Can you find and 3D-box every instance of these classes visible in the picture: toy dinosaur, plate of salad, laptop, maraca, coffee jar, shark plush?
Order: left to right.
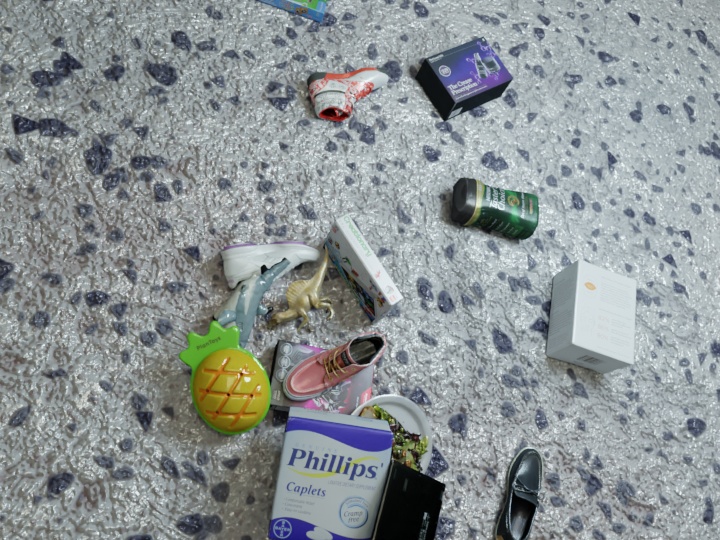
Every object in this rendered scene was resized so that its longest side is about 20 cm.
[{"bbox_3d":[-0.238,0.191,1.083,0.136,0.107,0.202,-26,92,-10],"label":"maraca"},{"bbox_3d":[-0.204,0.060,1.163,0.083,0.091,0.201,39,72,-15],"label":"shark plush"},{"bbox_3d":[-0.095,0.052,1.200,0.101,0.058,0.201,42,78,-17],"label":"toy dinosaur"},{"bbox_3d":[0.051,0.332,1.130,0.197,0.048,0.203,0,90,-24],"label":"plate of salad"},{"bbox_3d":[0.068,0.446,1.043,0.199,0.115,0.189,32,61,-27],"label":"laptop"},{"bbox_3d":[0.304,-0.143,1.402,0.197,0.085,0.106,12,66,-12],"label":"coffee jar"}]

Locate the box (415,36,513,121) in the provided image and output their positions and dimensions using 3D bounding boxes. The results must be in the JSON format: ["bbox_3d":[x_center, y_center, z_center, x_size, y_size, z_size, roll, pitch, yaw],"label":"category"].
[{"bbox_3d":[0.259,-0.480,1.529,0.199,0.079,0.142,-28,77,-25],"label":"box"}]

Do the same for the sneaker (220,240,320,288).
[{"bbox_3d":[-0.176,-0.008,1.222,0.197,0.075,0.101,-5,90,-20],"label":"sneaker"}]

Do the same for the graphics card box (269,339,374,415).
[{"bbox_3d":[-0.075,0.214,1.165,0.197,0.051,0.127,13,66,-11],"label":"graphics card box"}]

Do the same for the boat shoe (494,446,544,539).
[{"bbox_3d":[0.317,0.439,1.190,0.074,0.062,0.201,29,62,-2],"label":"boat shoe"}]

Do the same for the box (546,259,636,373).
[{"bbox_3d":[0.511,0.104,1.356,0.150,0.106,0.202,19,65,-9],"label":"box"}]

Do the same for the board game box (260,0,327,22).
[{"bbox_3d":[-0.173,-0.709,1.508,0.197,0.037,0.153,14,66,-10],"label":"board game box"}]

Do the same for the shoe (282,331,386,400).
[{"bbox_3d":[-0.046,0.169,1.112,0.198,0.091,0.072,-22,76,-24],"label":"shoe"}]

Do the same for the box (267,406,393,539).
[{"bbox_3d":[-0.051,0.350,1.040,0.181,0.105,0.203,9,86,-2],"label":"box"}]

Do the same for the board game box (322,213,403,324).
[{"bbox_3d":[0.000,0.000,1.230,0.034,0.126,0.201,-29,80,-24],"label":"board game box"}]

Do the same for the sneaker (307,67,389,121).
[{"bbox_3d":[-0.019,-0.403,1.419,0.199,0.067,0.109,-9,73,-16],"label":"sneaker"}]
